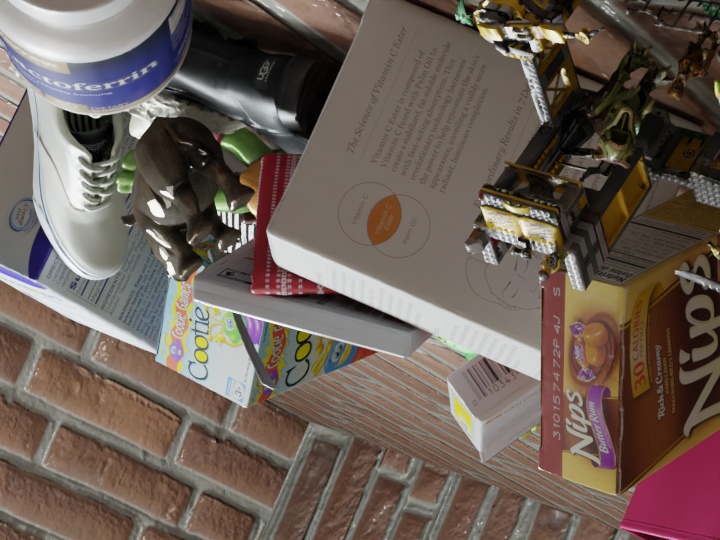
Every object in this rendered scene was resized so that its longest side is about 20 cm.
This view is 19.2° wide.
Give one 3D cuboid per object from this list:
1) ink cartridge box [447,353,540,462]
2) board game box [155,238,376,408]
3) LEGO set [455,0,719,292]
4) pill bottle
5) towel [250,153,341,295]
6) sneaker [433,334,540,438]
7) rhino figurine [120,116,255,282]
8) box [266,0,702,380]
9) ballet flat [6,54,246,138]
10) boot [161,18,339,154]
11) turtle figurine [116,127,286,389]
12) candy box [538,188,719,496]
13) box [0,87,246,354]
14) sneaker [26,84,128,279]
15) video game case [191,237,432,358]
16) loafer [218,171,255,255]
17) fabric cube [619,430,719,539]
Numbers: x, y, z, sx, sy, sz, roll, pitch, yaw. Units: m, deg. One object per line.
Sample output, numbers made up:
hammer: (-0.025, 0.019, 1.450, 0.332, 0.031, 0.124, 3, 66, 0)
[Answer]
ink cartridge box: (0.147, 0.044, 1.405, 0.047, 0.197, 0.200, 53, 175, 9)
board game box: (-0.064, 0.027, 1.797, 0.103, 0.106, 0.200, 25, -154, 29)
LEGO set: (0.123, -0.052, 0.980, 0.199, 0.116, 0.154, 22, 150, 25)
pill bottle: (-0.153, -0.162, 1.177, 0.115, 0.116, 0.200, 23, 171, 2)
towel: (0.035, -0.026, 1.307, 0.198, 0.023, 0.145, 1, -145, 0)
sneaker: (0.081, 0.026, 1.530, 0.074, 0.201, 0.083, -18, 172, -41)
rhino figurine: (-0.127, -0.045, 1.480, 0.088, 0.060, 0.200, 54, 160, 9)
box: (0.067, -0.041, 1.200, 0.199, 0.153, 0.106, 24, 172, 4)
ballet flat: (-0.169, -0.134, 1.531, 0.199, 0.072, 0.072, 26, 172, 12)
boot: (-0.091, -0.119, 1.432, 0.199, 0.066, 0.165, 17, 163, 27)
turtle figurine: (-0.087, -0.059, 1.560, 0.193, 0.200, 0.144, 26, 138, 13)
candy box: (0.172, 0.027, 1.131, 0.056, 0.118, 0.199, 17, -152, 38)
box: (-0.212, -0.053, 1.769, 0.104, 0.185, 0.200, 20, 170, 32)
sneaker: (-0.212, -0.083, 1.616, 0.073, 0.201, 0.071, -21, -157, -24)
video game case: (0.000, 0.000, 1.340, 0.142, 0.018, 0.200, 14, -159, 18)
loafer: (-0.039, -0.017, 1.674, 0.200, 0.071, 0.073, 36, 143, 21)
fabric cube: (0.317, 0.117, 1.341, 0.199, 0.200, 0.196, 26, 170, -16)
